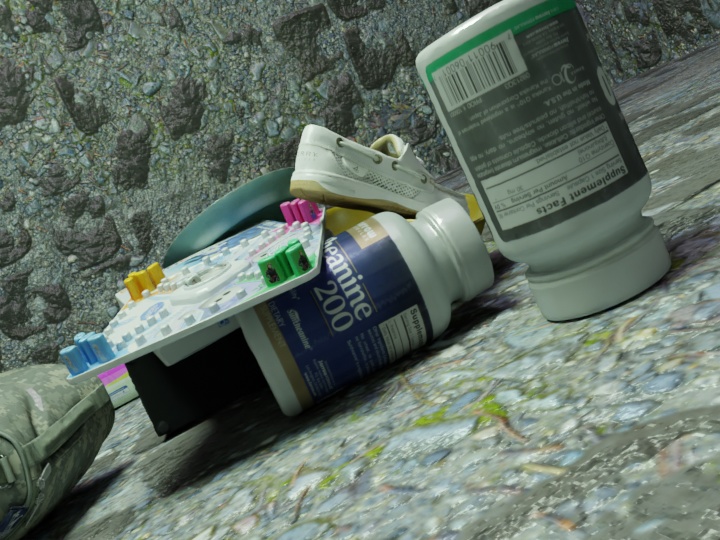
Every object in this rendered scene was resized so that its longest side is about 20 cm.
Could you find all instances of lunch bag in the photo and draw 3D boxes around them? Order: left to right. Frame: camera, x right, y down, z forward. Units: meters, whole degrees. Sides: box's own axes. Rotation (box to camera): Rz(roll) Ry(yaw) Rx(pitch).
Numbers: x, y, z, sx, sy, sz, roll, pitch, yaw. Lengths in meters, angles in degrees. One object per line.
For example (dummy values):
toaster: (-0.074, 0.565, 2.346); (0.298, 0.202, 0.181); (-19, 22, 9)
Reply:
lunch bag: (-0.314, 0.162, 0.708); (0.166, 0.141, 0.200); (-26, 7, 8)

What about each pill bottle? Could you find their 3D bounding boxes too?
pill bottle: (0.003, 0.022, 0.666); (0.198, 0.112, 0.111); (-28, 6, -9)
pill bottle: (0.126, -0.077, 0.560); (0.112, 0.202, 0.113); (-25, 6, 3)

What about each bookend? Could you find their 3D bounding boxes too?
bookend: (-0.144, 0.079, 0.912); (0.197, 0.093, 0.200); (-26, 5, -8)

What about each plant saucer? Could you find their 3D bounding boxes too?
plant saucer: (-0.133, -0.045, 0.951); (0.199, 0.028, 0.200); (-33, -11, -7)

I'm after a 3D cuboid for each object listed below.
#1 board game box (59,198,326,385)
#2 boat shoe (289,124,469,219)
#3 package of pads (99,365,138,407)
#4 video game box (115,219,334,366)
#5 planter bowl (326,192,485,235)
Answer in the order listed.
board game box: (-0.123, 0.004, 0.665); (0.198, 0.026, 0.200); (-24, 15, 6)
boat shoe: (0.028, -0.084, 0.723); (0.198, 0.071, 0.070); (9, -3, -44)
package of pads: (-0.394, 0.172, 1.290); (0.153, 0.069, 0.200); (-28, 7, -12)
video game box: (-0.131, 0.011, 0.789); (0.181, 0.047, 0.199); (-31, 17, -19)
planter bowl: (0.041, -0.017, 0.854); (0.197, 0.085, 0.201); (-8, 17, 2)
